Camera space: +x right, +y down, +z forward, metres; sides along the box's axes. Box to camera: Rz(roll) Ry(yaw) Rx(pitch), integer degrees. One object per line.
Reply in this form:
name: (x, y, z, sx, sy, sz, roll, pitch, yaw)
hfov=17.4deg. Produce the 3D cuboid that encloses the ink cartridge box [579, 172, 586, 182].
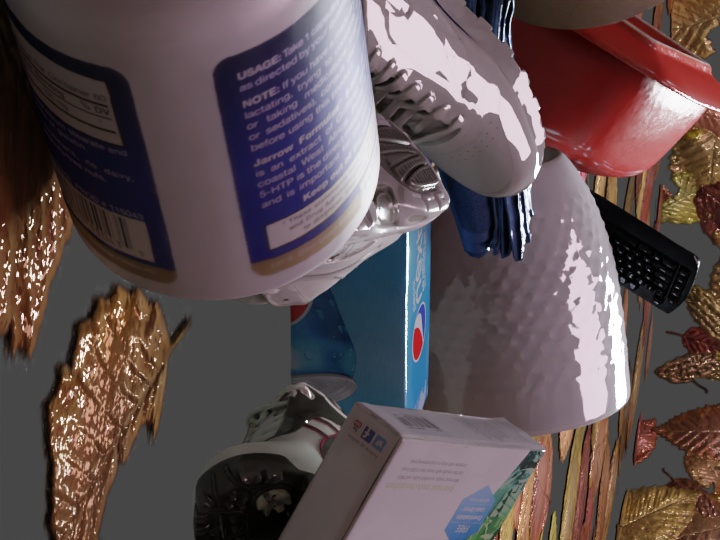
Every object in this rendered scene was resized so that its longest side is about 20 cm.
ink cartridge box: (0.120, -0.021, 1.835, 0.145, 0.083, 0.201, 72, 27, -66)

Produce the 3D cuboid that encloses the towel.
towel: (0.059, -0.109, 1.287, 0.112, 0.048, 0.200, -107, -177, -45)

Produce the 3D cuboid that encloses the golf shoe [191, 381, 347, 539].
golf shoe: (-0.041, 0.101, 1.182, 0.088, 0.077, 0.200, 66, 13, 18)

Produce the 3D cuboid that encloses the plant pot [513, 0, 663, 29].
plant pot: (0.131, -0.295, 1.553, 0.200, 0.187, 0.188, 57, 39, -51)

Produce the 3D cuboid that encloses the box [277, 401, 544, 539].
box: (-0.001, 0.160, 1.151, 0.144, 0.036, 0.200, 10, 113, -57)

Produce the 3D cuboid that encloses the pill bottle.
pill bottle: (-0.059, -0.093, 0.798, 0.200, 0.119, 0.120, 82, 18, -53)

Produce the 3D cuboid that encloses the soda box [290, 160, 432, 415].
soda box: (0.000, 0.000, 1.284, 0.064, 0.068, 0.201, -64, 158, -57)

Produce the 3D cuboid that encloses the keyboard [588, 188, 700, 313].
keyboard: (0.145, -0.024, 1.696, 0.040, 0.200, 0.104, -49, 163, -27)

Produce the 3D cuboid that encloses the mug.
mug: (0.097, 0.004, 1.646, 0.200, 0.147, 0.176, -147, -133, -69)

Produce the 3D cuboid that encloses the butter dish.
butter dish: (0.150, -0.128, 1.720, 0.148, 0.200, 0.199, -57, 155, 11)

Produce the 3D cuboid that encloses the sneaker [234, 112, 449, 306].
sneaker: (-0.036, -0.018, 1.081, 0.099, 0.078, 0.200, -45, 160, 22)

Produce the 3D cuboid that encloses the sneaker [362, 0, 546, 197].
sneaker: (0.017, -0.104, 1.159, 0.200, 0.076, 0.081, 51, 40, -21)

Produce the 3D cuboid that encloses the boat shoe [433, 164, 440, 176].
boat shoe: (0.037, -0.108, 1.422, 0.200, 0.071, 0.076, -70, 151, -48)
